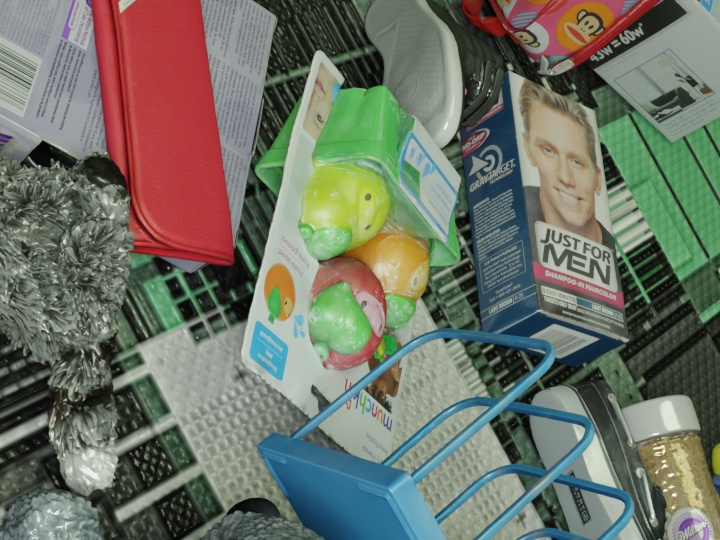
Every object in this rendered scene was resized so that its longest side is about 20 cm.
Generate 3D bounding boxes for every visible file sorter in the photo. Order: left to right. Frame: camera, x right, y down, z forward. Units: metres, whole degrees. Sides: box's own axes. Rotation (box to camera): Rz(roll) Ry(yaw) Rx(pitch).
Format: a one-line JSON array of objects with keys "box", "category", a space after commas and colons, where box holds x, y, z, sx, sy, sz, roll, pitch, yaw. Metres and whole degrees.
[{"box": [0.067, 0.144, 0.733, 0.122, 0.138, 0.201, -37, 109, -24], "category": "file sorter"}]

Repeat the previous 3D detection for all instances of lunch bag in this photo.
[{"box": [0.154, -0.250, 1.121, 0.082, 0.176, 0.201, 36, 25, -33], "category": "lunch bag"}]

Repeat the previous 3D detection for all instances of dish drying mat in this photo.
[{"box": [-0.115, -0.102, 0.826, 0.076, 0.018, 0.202, 9, 63, -41], "category": "dish drying mat"}]

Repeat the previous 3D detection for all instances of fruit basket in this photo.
[{"box": [0.000, 0.000, 0.864, 0.185, 0.093, 0.202, 47, 42, -50], "category": "fruit basket"}]

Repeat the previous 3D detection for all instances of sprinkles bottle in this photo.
[{"box": [0.233, 0.194, 1.027, 0.068, 0.068, 0.202, 3, 67, -42], "category": "sprinkles bottle"}]

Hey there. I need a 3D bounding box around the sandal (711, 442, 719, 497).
[{"box": [0.322, 0.212, 1.109, 0.200, 0.079, 0.087, 37, 77, -29], "category": "sandal"}]

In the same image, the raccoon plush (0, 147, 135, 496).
[{"box": [-0.187, 0.010, 0.716, 0.133, 0.097, 0.202, 1, 69, -26], "category": "raccoon plush"}]

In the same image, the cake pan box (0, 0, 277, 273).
[{"box": [-0.145, -0.118, 0.856, 0.183, 0.052, 0.201, 27, 51, -28], "category": "cake pan box"}]

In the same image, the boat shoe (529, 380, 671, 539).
[{"box": [0.181, 0.170, 0.983, 0.067, 0.072, 0.201, -9, 66, -26], "category": "boat shoe"}]

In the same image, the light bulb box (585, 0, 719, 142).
[{"box": [0.269, -0.262, 1.273, 0.200, 0.124, 0.199, 37, 47, -24], "category": "light bulb box"}]

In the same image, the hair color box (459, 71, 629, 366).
[{"box": [0.135, -0.039, 1.070, 0.099, 0.060, 0.202, 17, 56, -37], "category": "hair color box"}]

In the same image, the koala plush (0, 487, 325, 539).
[{"box": [-0.060, 0.181, 0.659, 0.176, 0.199, 0.185, 20, 55, -35], "category": "koala plush"}]

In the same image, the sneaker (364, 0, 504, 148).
[{"box": [0.066, -0.132, 1.013, 0.099, 0.071, 0.201, 32, 24, -27], "category": "sneaker"}]
